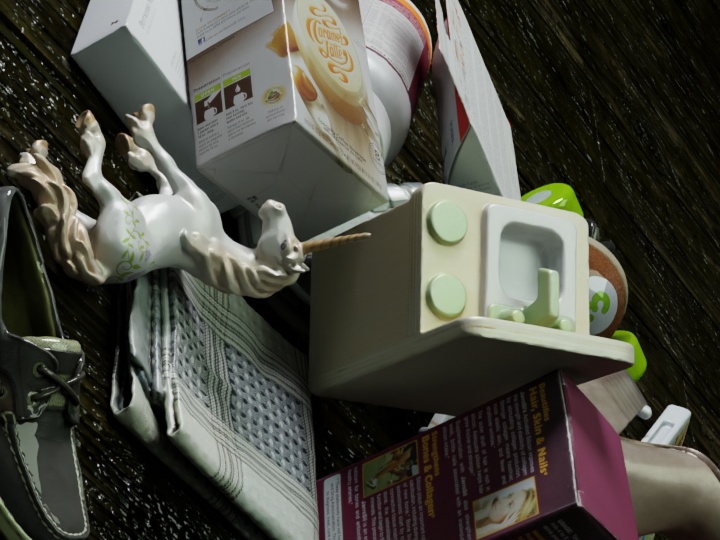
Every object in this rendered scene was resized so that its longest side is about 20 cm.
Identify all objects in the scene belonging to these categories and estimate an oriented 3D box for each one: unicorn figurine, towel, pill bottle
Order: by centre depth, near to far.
[{"bbox_3d":[-0.117,-0.034,1.410,0.200,0.074,0.138,-22,75,-37],"label":"unicorn figurine"},{"bbox_3d":[-0.084,0.070,1.455,0.200,0.034,0.193,47,28,-37],"label":"towel"},{"bbox_3d":[-0.012,-0.132,1.739,0.110,0.109,0.200,56,23,-19],"label":"pill bottle"}]

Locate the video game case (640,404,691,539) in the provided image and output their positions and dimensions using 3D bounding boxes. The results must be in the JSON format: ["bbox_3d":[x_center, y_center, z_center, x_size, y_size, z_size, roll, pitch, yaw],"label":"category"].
[{"bbox_3d":[0.199,0.217,1.789,0.182,0.023,0.201,-31,137,-68],"label":"video game case"}]

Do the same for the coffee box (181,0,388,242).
[{"bbox_3d":[-0.053,-0.134,1.551,0.114,0.080,0.201,39,34,-47],"label":"coffee box"}]

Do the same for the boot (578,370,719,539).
[{"bbox_3d":[0.170,0.161,1.609,0.146,0.070,0.200,-36,86,-37],"label":"boot"}]

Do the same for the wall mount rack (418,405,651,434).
[{"bbox_3d":[0.124,0.109,1.697,0.174,0.074,0.200,44,70,-48],"label":"wall mount rack"}]

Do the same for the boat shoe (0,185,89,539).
[{"bbox_3d":[-0.177,0.050,1.219,0.072,0.066,0.202,12,55,-64],"label":"boat shoe"}]

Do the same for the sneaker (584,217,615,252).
[{"bbox_3d":[0.177,0.030,1.965,0.114,0.076,0.200,-52,137,-23],"label":"sneaker"}]

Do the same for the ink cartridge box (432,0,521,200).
[{"bbox_3d":[0.068,-0.125,1.731,0.161,0.050,0.200,-93,160,-50],"label":"ink cartridge box"}]

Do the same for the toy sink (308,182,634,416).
[{"bbox_3d":[0.070,0.017,1.507,0.130,0.200,0.113,9,73,-28],"label":"toy sink"}]

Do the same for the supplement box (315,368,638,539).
[{"bbox_3d":[0.066,0.162,1.471,0.086,0.199,0.111,46,27,-39],"label":"supplement box"}]

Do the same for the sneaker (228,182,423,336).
[{"bbox_3d":[0.000,0.000,1.630,0.199,0.075,0.116,3,71,-29],"label":"sneaker"}]

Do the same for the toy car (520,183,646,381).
[{"bbox_3d":[0.108,0.058,1.780,0.165,0.157,0.200,65,32,-19],"label":"toy car"}]

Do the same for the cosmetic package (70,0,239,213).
[{"bbox_3d":[-0.118,-0.150,1.595,0.151,0.052,0.200,55,23,-27],"label":"cosmetic package"}]

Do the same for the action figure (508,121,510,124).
[{"bbox_3d":[0.097,-0.075,1.979,0.200,0.065,0.099,-90,164,-48],"label":"action figure"}]
